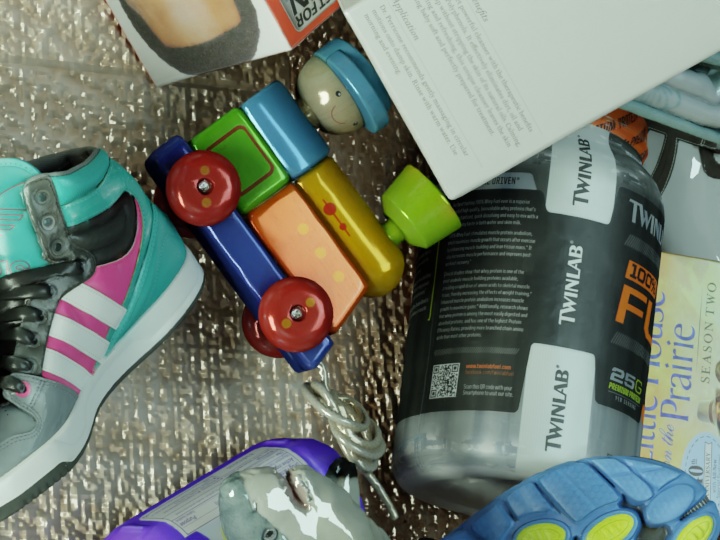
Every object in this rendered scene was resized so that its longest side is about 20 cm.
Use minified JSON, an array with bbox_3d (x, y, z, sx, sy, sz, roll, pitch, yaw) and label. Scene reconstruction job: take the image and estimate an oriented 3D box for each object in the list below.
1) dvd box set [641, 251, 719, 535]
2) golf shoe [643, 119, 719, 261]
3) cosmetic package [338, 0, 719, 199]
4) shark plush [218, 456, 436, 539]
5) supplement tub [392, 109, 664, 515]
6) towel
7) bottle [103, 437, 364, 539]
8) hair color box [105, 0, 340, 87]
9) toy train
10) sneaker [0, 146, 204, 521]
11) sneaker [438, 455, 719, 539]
[{"bbox_3d":[0.215,0.071,1.562,0.199,0.029,0.147,10,75,-11],"label":"dvd box set"},{"bbox_3d":[0.190,-0.088,1.589,0.078,0.094,0.201,-9,90,-44],"label":"golf shoe"},{"bbox_3d":[0.098,-0.131,1.303,0.200,0.085,0.108,-28,111,3],"label":"cosmetic package"},{"bbox_3d":[-0.029,0.168,1.306,0.083,0.091,0.201,-12,131,-27],"label":"shark plush"},{"bbox_3d":[0.086,0.018,1.452,0.122,0.122,0.201,21,70,-39],"label":"supplement tub"},{"bbox_3d":[0.111,-0.123,1.472,0.200,0.171,0.048,16,104,-40],"label":"towel"},{"bbox_3d":[-0.081,0.146,1.312,0.200,0.065,0.084,-28,108,-42],"label":"bottle"},{"bbox_3d":[-0.094,-0.190,1.335,0.061,0.101,0.200,-45,112,-39],"label":"hair color box"},{"bbox_3d":[0.000,0.000,1.347,0.116,0.085,0.200,-37,92,-9],"label":"toy train"},{"bbox_3d":[-0.150,0.013,1.257,0.121,0.083,0.200,60,42,-24],"label":"sneaker"},{"bbox_3d":[0.076,0.141,1.386,0.071,0.199,0.083,66,17,8],"label":"sneaker"}]
